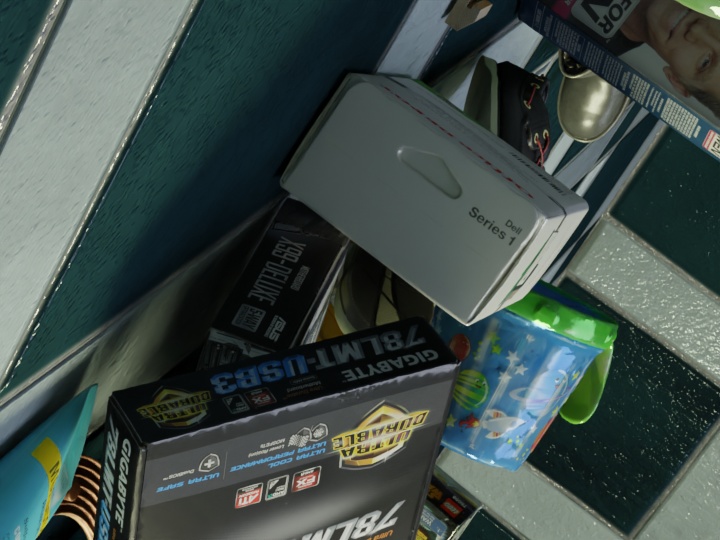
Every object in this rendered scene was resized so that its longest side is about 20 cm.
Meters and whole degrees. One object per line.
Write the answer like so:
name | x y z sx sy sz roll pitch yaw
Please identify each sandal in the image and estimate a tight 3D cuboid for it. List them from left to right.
sandal | 0.018 0.012 1.385 0.057 0.080 0.201 -57 176 26

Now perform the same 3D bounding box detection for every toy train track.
toy train track | 0.117 -0.229 1.331 0.200 0.033 0.115 -59 170 27

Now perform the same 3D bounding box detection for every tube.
tube | -0.191 0.134 1.082 0.200 0.050 0.078 -49 167 -52

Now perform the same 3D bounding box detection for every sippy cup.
sippy cup | 0.098 0.067 1.544 0.140 0.177 0.131 -104 -141 -83

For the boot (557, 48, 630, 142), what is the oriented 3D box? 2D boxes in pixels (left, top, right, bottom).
boot | 0.212 -0.186 1.910 0.200 0.072 0.182 -50 160 -72

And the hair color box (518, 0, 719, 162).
hair color box | 0.224 -0.174 1.569 0.100 0.200 0.061 -52 172 -11

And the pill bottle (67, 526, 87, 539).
pill bottle | -0.162 0.224 1.372 0.200 0.111 0.111 -45 168 -43

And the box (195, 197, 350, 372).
box | -0.070 0.079 1.291 0.158 0.050 0.200 -63 173 -57

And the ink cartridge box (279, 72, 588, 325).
ink cartridge box | 0.049 -0.047 1.312 0.084 0.146 0.200 -55 171 11

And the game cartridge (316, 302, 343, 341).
game cartridge | -0.046 0.123 1.419 0.032 0.176 0.200 -2 137 -39

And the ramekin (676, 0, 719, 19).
ramekin | 0.285 -0.278 1.525 0.200 0.200 0.098 -48 163 -33

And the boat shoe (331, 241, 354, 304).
boat shoe | 0.004 0.002 1.513 0.202 0.075 0.086 -61 170 26

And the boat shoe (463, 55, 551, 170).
boat shoe | 0.105 -0.096 1.501 0.201 0.063 0.074 -79 -172 -67

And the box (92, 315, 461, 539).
box | -0.053 0.132 1.204 0.200 0.050 0.199 -13 133 -29

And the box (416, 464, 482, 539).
box | -0.027 0.150 1.503 0.040 0.200 0.137 -34 159 -51

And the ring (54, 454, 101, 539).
ring | -0.178 0.202 1.206 0.200 0.019 0.201 11 90 -67
